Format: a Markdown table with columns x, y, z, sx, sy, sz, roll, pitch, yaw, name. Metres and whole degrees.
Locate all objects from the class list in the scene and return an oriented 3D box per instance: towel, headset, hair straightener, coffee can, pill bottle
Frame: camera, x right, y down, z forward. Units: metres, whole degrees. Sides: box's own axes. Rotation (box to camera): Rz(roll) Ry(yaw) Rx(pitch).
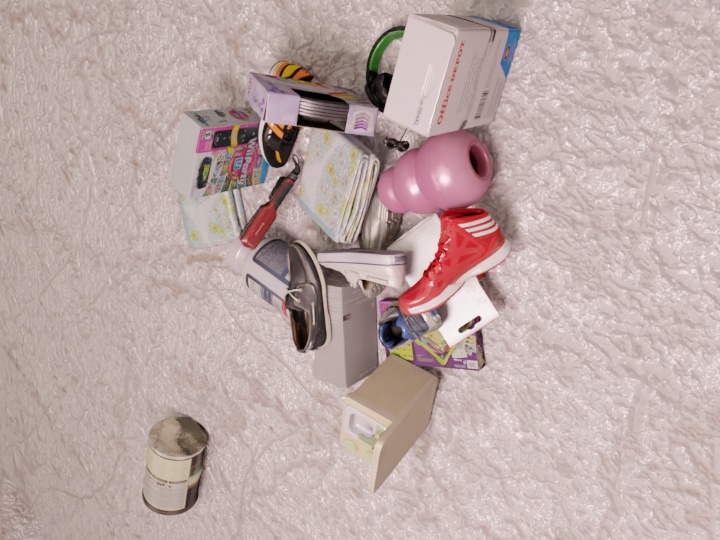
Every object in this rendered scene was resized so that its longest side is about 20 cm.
| x | y | z | sx | sy | sz | roll | pitch | yaw | name |
| --- | --- | --- | --- | --- | --- | --- | --- | --- | --- |
| -0.330 | -0.151 | 1.493 | 0.170 | 0.048 | 0.202 | -4 | 102 | 40 | towel |
| 0.057 | -0.294 | 1.106 | 0.123 | 0.094 | 0.202 | -5 | 90 | 40 | headset |
| -0.175 | -0.137 | 1.326 | 0.201 | 0.041 | 0.077 | -61 | 22 | 3 | hair straightener |
| -0.044 | -0.162 | 1.219 | 0.200 | 0.048 | 0.172 | 46 | 127 | 45 | towel |
| -0.478 | 0.502 | 1.754 | 0.146 | 0.146 | 0.202 | 30 | 121 | 28 | coffee can |
| -0.166 | 0.003 | 1.363 | 0.199 | 0.119 | 0.120 | 33 | 122 | 26 | pill bottle |

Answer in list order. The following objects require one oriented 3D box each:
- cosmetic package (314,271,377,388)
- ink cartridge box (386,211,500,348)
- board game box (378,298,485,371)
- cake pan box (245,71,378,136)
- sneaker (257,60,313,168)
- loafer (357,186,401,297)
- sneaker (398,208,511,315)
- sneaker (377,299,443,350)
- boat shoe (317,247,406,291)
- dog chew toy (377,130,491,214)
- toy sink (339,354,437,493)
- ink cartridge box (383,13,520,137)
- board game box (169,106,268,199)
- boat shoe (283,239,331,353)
| x | y | z | sx | sy | sz | roll | pitch | yaw | name |
| --- | --- | --- | --- | --- | --- | --- | --- | --- | --- |
| -0.030 | 0.109 | 1.297 | 0.090 | 0.106 | 0.202 | 7 | 110 | 38 | cosmetic package |
| 0.143 | 0.014 | 1.147 | 0.109 | 0.050 | 0.201 | -35 | 82 | 22 | ink cartridge box |
| 0.125 | 0.112 | 1.224 | 0.199 | 0.032 | 0.121 | 0 | 107 | 39 | board game box |
| -0.084 | -0.272 | 1.117 | 0.200 | 0.182 | 0.053 | -123 | 40 | -61 | cake pan box |
| -0.134 | -0.282 | 1.278 | 0.090 | 0.070 | 0.202 | 25 | 117 | 34 | sneaker |
| 0.027 | -0.051 | 1.229 | 0.069 | 0.070 | 0.202 | 23 | 110 | 37 | loafer |
| 0.124 | -0.026 | 1.057 | 0.199 | 0.078 | 0.116 | -36 | 114 | 2 | sneaker |
| 0.059 | 0.096 | 1.167 | 0.077 | 0.085 | 0.200 | 59 | 157 | 4 | sneaker |
| 0.000 | 0.000 | 1.170 | 0.199 | 0.071 | 0.071 | 5 | 101 | 43 | boat shoe |
| 0.109 | -0.146 | 1.093 | 0.199 | 0.124 | 0.126 | -15 | 94 | 43 | dog chew toy |
| 0.036 | 0.267 | 1.215 | 0.111 | 0.200 | 0.131 | 25 | 130 | 24 | toy sink |
| 0.133 | -0.283 | 0.978 | 0.084 | 0.199 | 0.147 | 30 | 121 | 27 | ink cartridge box |
| -0.257 | -0.229 | 1.308 | 0.064 | 0.199 | 0.148 | 36 | 124 | 24 | board game box |
| -0.104 | 0.047 | 1.227 | 0.071 | 0.067 | 0.202 | -2 | 100 | 48 | boat shoe |
